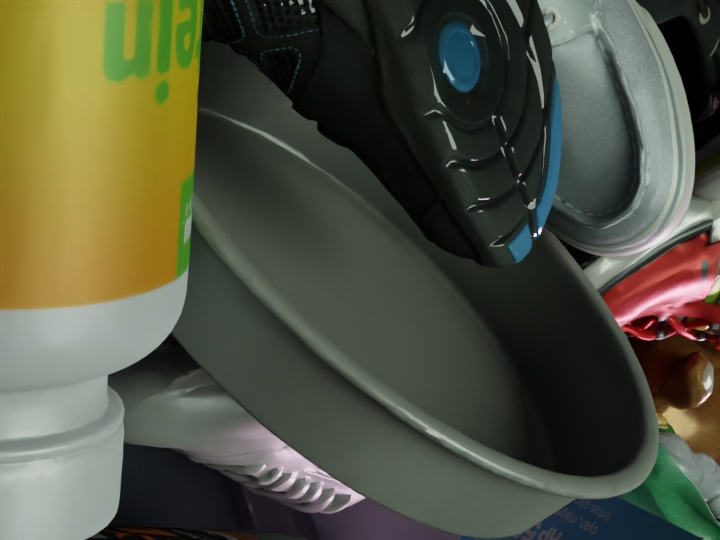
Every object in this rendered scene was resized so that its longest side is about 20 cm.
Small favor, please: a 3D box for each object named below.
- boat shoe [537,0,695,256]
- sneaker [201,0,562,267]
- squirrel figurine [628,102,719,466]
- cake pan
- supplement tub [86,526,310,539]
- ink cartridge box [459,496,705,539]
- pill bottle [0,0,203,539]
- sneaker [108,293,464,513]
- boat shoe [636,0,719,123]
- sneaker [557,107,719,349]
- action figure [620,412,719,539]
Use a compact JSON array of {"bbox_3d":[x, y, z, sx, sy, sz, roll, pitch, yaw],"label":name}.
[{"bbox_3d":[0.034,-0.091,0.862,0.201,0.070,0.072,63,22,-1],"label":"boat shoe"},{"bbox_3d":[-0.013,-0.082,0.799,0.200,0.082,0.073,56,41,-24],"label":"sneaker"},{"bbox_3d":[0.140,0.019,1.118,0.187,0.141,0.200,-13,98,-45],"label":"squirrel figurine"},{"bbox_3d":[0.000,0.000,0.821,0.037,0.200,0.200,-47,157,22],"label":"cake pan"},{"bbox_3d":[-0.074,0.131,0.789,0.200,0.122,0.123,10,93,-60],"label":"supplement tub"},{"bbox_3d":[0.069,0.181,0.885,0.129,0.125,0.200,34,86,-27],"label":"ink cartridge box"},{"bbox_3d":[-0.095,-0.036,0.700,0.111,0.111,0.200,-18,117,-55],"label":"pill bottle"},{"bbox_3d":[-0.021,0.041,0.896,0.200,0.076,0.081,-7,117,-56],"label":"sneaker"},{"bbox_3d":[0.093,-0.107,0.967,0.200,0.069,0.057,37,71,-59],"label":"boat shoe"},{"bbox_3d":[0.121,0.002,0.998,0.200,0.077,0.085,-31,104,-1],"label":"sneaker"},{"bbox_3d":[0.120,0.094,1.002,0.200,0.118,0.055,48,64,-35],"label":"action figure"}]
